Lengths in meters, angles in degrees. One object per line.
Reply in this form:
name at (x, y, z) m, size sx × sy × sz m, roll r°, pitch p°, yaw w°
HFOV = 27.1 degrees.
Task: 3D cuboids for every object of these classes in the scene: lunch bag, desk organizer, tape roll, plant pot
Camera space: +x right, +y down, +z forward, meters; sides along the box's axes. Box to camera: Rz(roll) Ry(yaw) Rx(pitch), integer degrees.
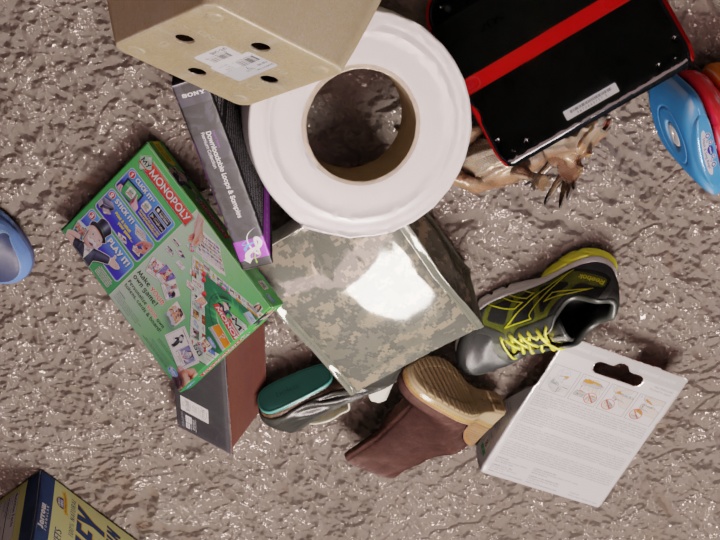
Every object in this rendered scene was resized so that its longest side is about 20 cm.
lunch bag at (0.000, 0.000, 1.470) m, size 0.163 × 0.118 × 0.200 m, roll -29°, pitch 128°, yaw 15°
desk organizer at (-0.145, 0.093, 1.543) m, size 0.071 × 0.077 × 0.201 m, roll 25°, pitch 143°, yaw 18°
tape roll at (-0.005, -0.133, 1.322) m, size 0.200 × 0.071 × 0.204 m, roll -3°, pitch 105°, yaw -10°
plant pot at (-0.092, -0.246, 1.176) m, size 0.199 × 0.179 × 0.199 m, roll 22°, pitch 158°, yaw -38°

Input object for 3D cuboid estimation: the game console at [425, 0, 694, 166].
game console at (0.173, -0.215, 1.338) m, size 0.199 × 0.031 × 0.178 m, roll -29°, pitch 92°, yaw 15°

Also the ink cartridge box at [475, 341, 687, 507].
ink cartridge box at (0.242, 0.160, 1.654) m, size 0.160 × 0.050 × 0.201 m, roll 19°, pitch 117°, yaw -18°

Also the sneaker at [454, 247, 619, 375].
sneaker at (0.181, 0.053, 1.545) m, size 0.199 × 0.085 × 0.074 m, roll -36°, pitch 120°, yaw 18°

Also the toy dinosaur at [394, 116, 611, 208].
toy dinosaur at (0.137, -0.106, 1.439) m, size 0.198 × 0.135 × 0.087 m, roll -2°, pitch 84°, yaw 20°

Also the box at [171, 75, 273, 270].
box at (-0.123, -0.122, 1.356) m, size 0.036 × 0.143 × 0.201 m, roll -13°, pitch 125°, yaw 5°

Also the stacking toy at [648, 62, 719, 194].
stacking toy at (0.385, -0.166, 1.415) m, size 0.199 × 0.110 × 0.117 m, roll -23°, pitch 122°, yaw -3°

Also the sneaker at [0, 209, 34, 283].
sneaker at (-0.400, -0.039, 1.423) m, size 0.200 × 0.083 × 0.074 m, roll 36°, pitch 113°, yaw -29°

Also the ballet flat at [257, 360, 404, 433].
ballet flat at (-0.014, 0.116, 1.585) m, size 0.199 × 0.068 × 0.069 m, roll -24°, pitch 135°, yaw 13°

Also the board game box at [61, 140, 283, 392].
board game box at (-0.182, -0.004, 1.431) m, size 0.134 × 0.029 × 0.201 m, roll -41°, pitch 81°, yaw 21°

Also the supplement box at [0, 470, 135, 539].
supplement box at (-0.364, 0.372, 1.682) m, size 0.199 × 0.135 × 0.200 m, roll -36°, pitch 121°, yaw 19°

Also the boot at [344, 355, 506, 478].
boot at (0.050, 0.168, 1.587) m, size 0.166 × 0.073 × 0.200 m, roll -32°, pitch 150°, yaw 20°
